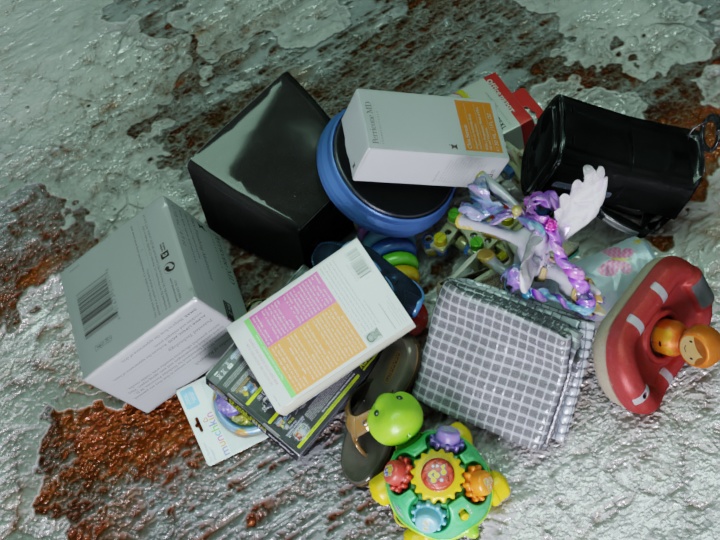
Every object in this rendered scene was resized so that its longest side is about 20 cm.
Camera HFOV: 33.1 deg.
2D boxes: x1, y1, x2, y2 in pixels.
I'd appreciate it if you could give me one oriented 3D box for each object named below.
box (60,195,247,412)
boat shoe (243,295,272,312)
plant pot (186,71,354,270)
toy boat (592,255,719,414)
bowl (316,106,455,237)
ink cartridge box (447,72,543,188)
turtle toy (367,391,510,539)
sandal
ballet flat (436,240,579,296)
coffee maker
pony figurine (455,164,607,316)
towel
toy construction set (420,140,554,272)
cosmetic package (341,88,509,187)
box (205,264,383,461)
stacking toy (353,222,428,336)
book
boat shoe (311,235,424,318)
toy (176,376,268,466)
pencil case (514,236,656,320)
[{"bbox_3d":[-0.277,0.046,1.632,0.200,0.131,0.199,-35,50,14],"label":"box"},{"bbox_3d":[-0.134,0.068,1.652,0.200,0.066,0.074,-22,53,0],"label":"boat shoe"},{"bbox_3d":[-0.097,-0.118,1.705,0.177,0.200,0.200,38,72,19],"label":"plant pot"},{"bbox_3d":[0.375,0.084,1.451,0.200,0.131,0.131,-50,35,-18],"label":"toy boat"},{"bbox_3d":[0.040,-0.143,1.630,0.200,0.039,0.201,10,63,-20],"label":"bowl"},{"bbox_3d":[0.175,-0.209,1.759,0.200,0.067,0.116,-28,54,-5],"label":"ink cartridge box"},{"bbox_3d":[0.079,0.234,1.441,0.146,0.101,0.200,-34,69,-9],"label":"turtle toy"},{"bbox_3d":[0.017,0.170,1.511,0.082,0.055,0.200,27,95,48],"label":"sandal"},{"bbox_3d":[0.187,-0.006,1.578,0.200,0.067,0.068,-30,9,6],"label":"ballet flat"},{"bbox_3d":[0.329,-0.154,1.564,0.200,0.192,0.135,12,35,-14],"label":"coffee maker"},{"bbox_3d":[0.209,-0.038,1.444,0.200,0.193,0.167,34,68,31],"label":"pony figurine"},{"bbox_3d":[0.172,0.113,1.483,0.200,0.086,0.166,21,103,27],"label":"towel"},{"bbox_3d":[0.187,-0.075,1.657,0.131,0.092,0.200,35,82,32],"label":"toy construction set"},{"bbox_3d":[0.085,-0.172,1.587,0.200,0.071,0.102,1,59,-20],"label":"cosmetic package"},{"bbox_3d":[-0.077,0.117,1.559,0.160,0.044,0.200,39,73,6],"label":"box"},{"bbox_3d":[0.046,0.001,1.648,0.085,0.085,0.200,-14,59,5],"label":"stacking toy"},{"bbox_3d":[-0.050,0.069,1.505,0.200,0.048,0.134,-34,74,1],"label":"book"},{"bbox_3d":[0.000,0.000,1.597,0.200,0.069,0.084,20,94,43],"label":"boat shoe"},{"bbox_3d":[-0.134,0.158,1.589,0.200,0.047,0.115,-25,68,-7],"label":"toy"},{"bbox_3d":[0.290,0.032,1.553,0.200,0.083,0.091,-26,58,-3],"label":"pencil case"}]
